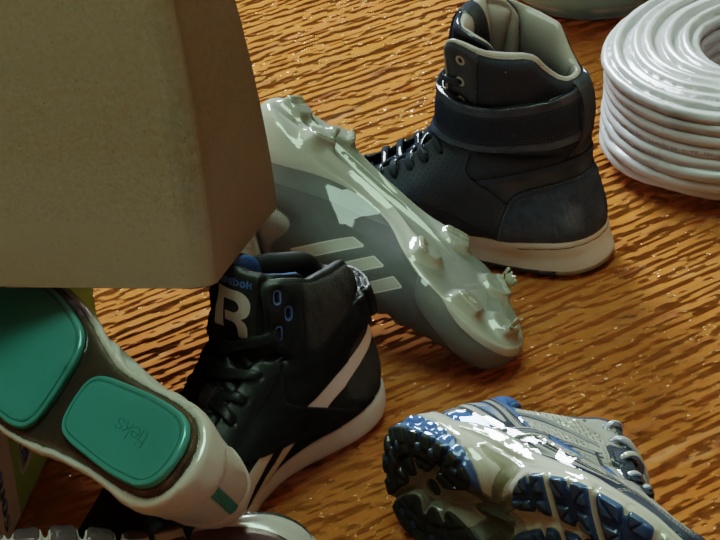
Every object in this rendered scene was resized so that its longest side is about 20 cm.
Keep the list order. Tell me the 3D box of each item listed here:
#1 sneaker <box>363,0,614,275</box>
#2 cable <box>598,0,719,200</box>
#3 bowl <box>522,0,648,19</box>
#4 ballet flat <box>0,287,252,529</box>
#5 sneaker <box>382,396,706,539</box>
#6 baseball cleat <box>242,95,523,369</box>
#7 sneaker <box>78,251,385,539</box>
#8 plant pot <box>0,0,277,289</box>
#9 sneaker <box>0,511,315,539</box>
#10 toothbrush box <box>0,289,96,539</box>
[{"bbox_3d":[0.034,-0.078,1.320,0.201,0.147,0.077,2,33,20],"label":"sneaker"},{"bbox_3d":[0.234,-0.108,1.397,0.199,0.070,0.199,-28,36,-31],"label":"cable"},{"bbox_3d":[0.155,-0.235,1.598,0.199,0.106,0.201,-5,30,3],"label":"bowl"},{"bbox_3d":[-0.115,0.063,1.083,0.069,0.070,0.200,-25,35,-27],"label":"ballet flat"},{"bbox_3d":[0.100,0.099,1.073,0.085,0.078,0.199,-24,34,-33],"label":"sneaker"},{"bbox_3d":[0.000,0.000,1.279,0.200,0.107,0.070,48,26,26],"label":"baseball cleat"},{"bbox_3d":[-0.070,0.057,1.143,0.073,0.113,0.200,16,37,36],"label":"sneaker"},{"bbox_3d":[-0.152,-0.100,1.160,0.198,0.179,0.200,1,12,7],"label":"plant pot"},{"bbox_3d":[-0.103,0.163,1.011,0.198,0.076,0.116,-11,33,-8],"label":"sneaker"},{"bbox_3d":[-0.226,0.053,1.212,0.144,0.087,0.200,0,30,10],"label":"toothbrush box"}]
